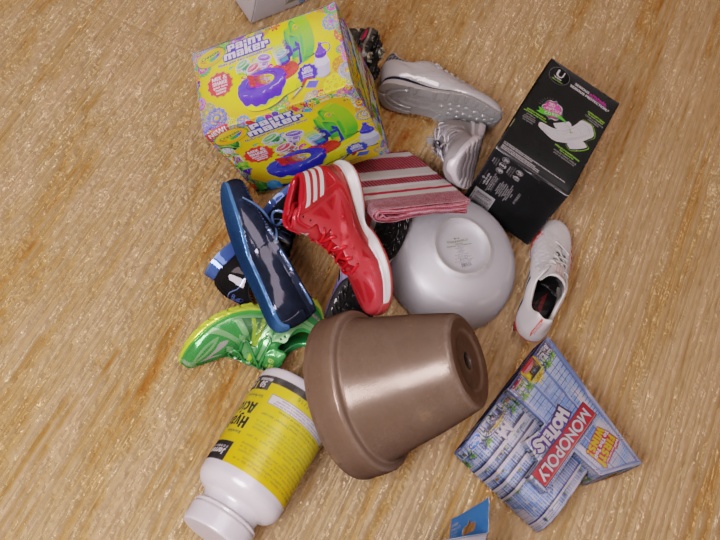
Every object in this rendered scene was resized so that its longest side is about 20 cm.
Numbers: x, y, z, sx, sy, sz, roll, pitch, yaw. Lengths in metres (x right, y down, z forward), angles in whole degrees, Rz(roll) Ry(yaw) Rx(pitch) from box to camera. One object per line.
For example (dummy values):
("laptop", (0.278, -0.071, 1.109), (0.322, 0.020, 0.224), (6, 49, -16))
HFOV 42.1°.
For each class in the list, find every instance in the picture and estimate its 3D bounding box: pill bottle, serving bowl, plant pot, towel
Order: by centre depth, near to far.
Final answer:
("pill bottle", (-0.120, 0.226, 1.101), (0.110, 0.112, 0.202), (32, 62, 0))
("plant pot", (0.054, 0.132, 1.110), (0.200, 0.172, 0.204), (42, 38, -46))
("towel", (0.045, -0.118, 1.285), (0.141, 0.023, 0.200), (-7, 28, -21))
("serving bowl", (0.132, -0.020, 1.308), (0.196, 0.066, 0.204), (6, 66, -13))

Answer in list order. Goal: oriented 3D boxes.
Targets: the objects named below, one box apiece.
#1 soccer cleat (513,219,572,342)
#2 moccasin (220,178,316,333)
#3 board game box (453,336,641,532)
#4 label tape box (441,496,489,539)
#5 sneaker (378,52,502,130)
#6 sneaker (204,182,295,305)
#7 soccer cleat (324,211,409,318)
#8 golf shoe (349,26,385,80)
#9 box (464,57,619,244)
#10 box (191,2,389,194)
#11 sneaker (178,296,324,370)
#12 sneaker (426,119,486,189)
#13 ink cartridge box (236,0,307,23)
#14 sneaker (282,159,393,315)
("soccer cleat", (0.268, 0.007, 1.323), (0.068, 0.085, 0.203), (25, 63, -3))
("moccasin", (-0.117, -0.022, 1.171), (0.067, 0.080, 0.203), (-20, 84, -20))
("board game box", (0.259, 0.231, 1.235), (0.199, 0.062, 0.200), (41, 62, 6))
("label tape box", (0.085, 0.365, 1.078), (0.065, 0.144, 0.203), (18, 63, -7))
("sneaker", (0.125, -0.274, 1.419), (0.196, 0.077, 0.082), (18, 53, -9))
("sneaker", (-0.116, -0.037, 1.248), (0.078, 0.070, 0.200), (42, 69, 2))
("soccer cleat", (0.000, 0.000, 1.271), (0.068, 0.073, 0.203), (30, 77, -28))
("golf shoe", (-0.031, -0.270, 1.382), (0.086, 0.078, 0.203), (11, 64, 20))
("box", (0.262, -0.173, 1.364), (0.123, 0.149, 0.201), (34, 61, 3))
("box", (-0.087, -0.217, 1.222), (0.196, 0.193, 0.124), (-16, 68, 11))
("sneaker", (-0.132, 0.088, 1.180), (0.196, 0.074, 0.085), (-15, 67, -21))
("sneaker", (0.130, -0.170, 1.341), (0.080, 0.076, 0.200), (14, 20, 6))
("ink cartridge box", (-0.120, -0.489, 1.435), (0.198, 0.085, 0.146), (-28, 76, -26))
("sneaker", (-0.039, -0.031, 1.165), (0.114, 0.078, 0.204), (-14, 80, -36))
